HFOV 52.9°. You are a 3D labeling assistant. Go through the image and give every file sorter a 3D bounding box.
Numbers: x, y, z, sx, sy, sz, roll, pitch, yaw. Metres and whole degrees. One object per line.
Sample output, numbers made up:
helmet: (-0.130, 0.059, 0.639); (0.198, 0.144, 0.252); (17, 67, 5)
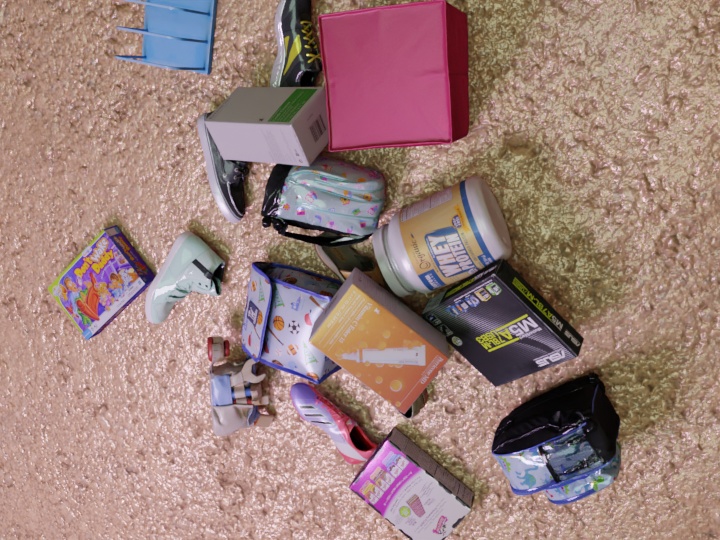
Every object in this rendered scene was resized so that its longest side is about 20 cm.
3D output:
file sorter: (-0.335, -0.453, 1.239); (0.136, 0.123, 0.204); (13, 107, 13)

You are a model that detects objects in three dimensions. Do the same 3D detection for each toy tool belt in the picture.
toy tool belt: (-0.230, 0.217, 1.395); (0.120, 0.125, 0.205); (-4, 108, -14)

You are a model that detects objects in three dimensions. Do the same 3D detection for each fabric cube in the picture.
fabric cube: (0.061, -0.294, 1.116); (0.192, 0.199, 0.205); (0, 104, 16)

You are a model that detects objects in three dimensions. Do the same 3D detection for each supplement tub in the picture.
supplement tub: (0.133, -0.050, 1.184); (0.197, 0.145, 0.147); (-24, 96, 21)

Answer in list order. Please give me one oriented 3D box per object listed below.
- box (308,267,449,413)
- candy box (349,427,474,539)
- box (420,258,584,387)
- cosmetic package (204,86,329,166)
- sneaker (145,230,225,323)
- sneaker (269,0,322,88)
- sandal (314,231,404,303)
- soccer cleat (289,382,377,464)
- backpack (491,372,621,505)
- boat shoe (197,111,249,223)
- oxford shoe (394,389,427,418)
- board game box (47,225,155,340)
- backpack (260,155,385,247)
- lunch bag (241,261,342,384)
box: (0.031, 0.113, 1.184); (0.199, 0.098, 0.125); (37, 104, -7)
candy box: (0.097, 0.414, 1.359); (0.199, 0.061, 0.137); (39, 111, 5)
box: (0.226, 0.092, 1.179); (0.193, 0.048, 0.199); (45, 142, -9)
cosmetic package: (-0.147, -0.241, 1.201); (0.197, 0.108, 0.086); (10, 141, 33)
sneaker: (-0.333, 0.041, 1.386); (0.117, 0.074, 0.203); (34, 109, 13)
sneaker: (-0.095, -0.370, 1.207); (0.083, 0.074, 0.204); (24, 120, 28)
sandal: (0.000, 0.000, 1.271); (0.200, 0.080, 0.054); (46, 135, 6)
soccer cleat: (-0.050, 0.281, 1.363); (0.201, 0.067, 0.076); (49, 130, -5)
backpack: (0.326, 0.291, 1.193); (0.198, 0.183, 0.149); (-28, 94, 26)
boat shoe: (-0.235, -0.191, 1.309); (0.065, 0.070, 0.205); (-13, 92, 21)
oxford shoe: (0.047, 0.177, 1.305); (0.070, 0.075, 0.201); (-42, 87, 23)
board game box: (-0.523, 0.026, 1.460); (0.199, 0.045, 0.135); (-39, 90, 22)
backpack: (-0.057, -0.124, 1.221); (0.195, 0.168, 0.129); (13, 119, 0)
lunch bag: (-0.128, 0.089, 1.316); (0.197, 0.123, 0.174); (18, 107, 23)
